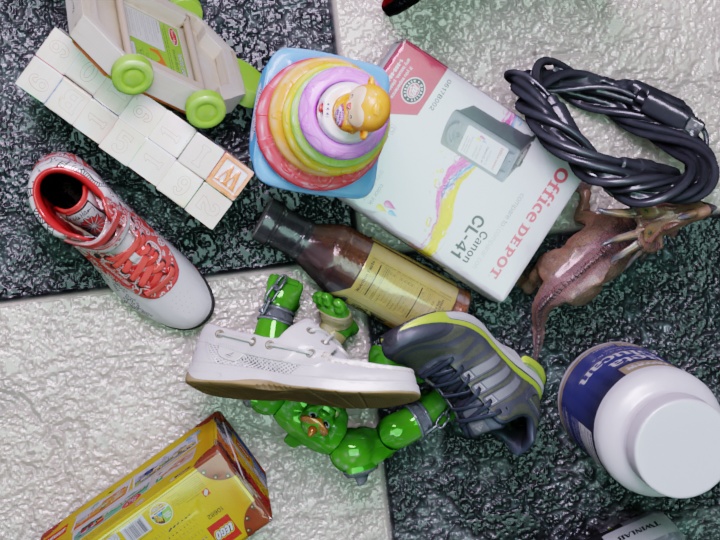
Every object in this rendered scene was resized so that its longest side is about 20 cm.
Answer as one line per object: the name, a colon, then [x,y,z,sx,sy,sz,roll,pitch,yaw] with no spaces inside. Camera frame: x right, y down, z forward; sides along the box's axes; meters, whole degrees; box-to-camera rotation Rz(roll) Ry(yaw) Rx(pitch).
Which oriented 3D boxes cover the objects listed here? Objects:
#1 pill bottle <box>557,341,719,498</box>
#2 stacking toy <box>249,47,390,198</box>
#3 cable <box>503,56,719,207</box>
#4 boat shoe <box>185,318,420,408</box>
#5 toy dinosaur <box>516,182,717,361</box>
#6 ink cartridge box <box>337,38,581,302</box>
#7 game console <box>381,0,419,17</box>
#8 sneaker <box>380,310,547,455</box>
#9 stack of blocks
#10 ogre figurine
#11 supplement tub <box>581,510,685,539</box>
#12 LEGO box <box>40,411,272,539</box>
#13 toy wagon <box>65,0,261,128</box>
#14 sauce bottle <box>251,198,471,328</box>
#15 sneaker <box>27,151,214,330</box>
pill bottle: [0.246,0.130,1.204,0.111,0.200,0.111,-1,97,-6]
stacking toy: [-0.015,-0.116,1.059,0.110,0.200,0.116,9,91,-14]
cable: [0.209,-0.117,1.193,0.200,0.163,0.051,26,129,2]
boat shoe: [-0.046,0.072,1.151,0.200,0.071,0.069,4,72,14]
toy dinosaur: [0.201,-0.010,1.216,0.086,0.136,0.200,40,92,-9]
ink cartridge box: [0.075,-0.087,1.219,0.200,0.086,0.148,33,92,-7]
game console: [0.124,-0.235,1.148,0.172,0.200,0.119,-40,98,-1]
sneaker: [0.096,0.097,1.201,0.200,0.081,0.074,27,135,-37]
stack of blocks: [-0.187,-0.120,1.171,0.200,0.115,0.059,37,92,-8]
ogre figurine: [-0.021,0.104,1.230,0.200,0.098,0.120,41,73,-24]
supplement tub: [0.207,0.308,1.260,0.200,0.123,0.123,-22,98,-4]
LEGO box: [-0.180,0.222,1.194,0.200,0.149,0.077,-35,99,-1]
toy wagon: [-0.148,-0.177,1.152,0.200,0.155,0.040,24,122,-33]
sauce bottle: [0.000,0.000,1.233,0.200,0.066,0.066,29,93,-6]
sneaker: [-0.205,-0.018,1.184,0.067,0.108,0.201,-43,99,0]
